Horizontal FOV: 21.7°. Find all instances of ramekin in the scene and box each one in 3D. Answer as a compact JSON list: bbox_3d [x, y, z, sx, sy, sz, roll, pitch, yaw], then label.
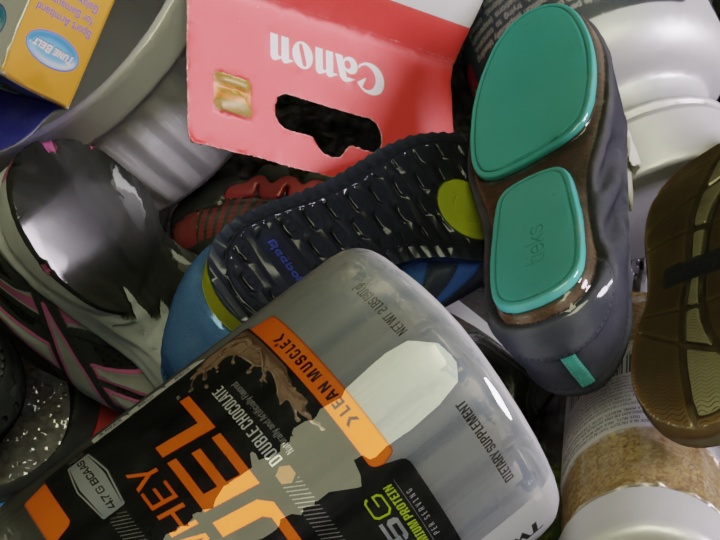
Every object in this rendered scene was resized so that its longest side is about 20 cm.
[{"bbox_3d":[-0.127,-0.113,0.844,0.199,0.105,0.202,-13,60,23],"label":"ramekin"}]

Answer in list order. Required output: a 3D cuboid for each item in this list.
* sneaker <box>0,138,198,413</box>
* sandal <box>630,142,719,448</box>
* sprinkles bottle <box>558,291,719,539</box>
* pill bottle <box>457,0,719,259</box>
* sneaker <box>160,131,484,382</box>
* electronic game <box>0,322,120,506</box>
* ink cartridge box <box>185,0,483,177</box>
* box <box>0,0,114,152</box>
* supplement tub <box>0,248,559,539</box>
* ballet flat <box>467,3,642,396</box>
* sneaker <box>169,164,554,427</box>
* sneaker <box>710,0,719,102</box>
[{"bbox_3d":[-0.094,0.026,0.789,0.200,0.086,0.081,50,48,-25],"label":"sneaker"},{"bbox_3d":[0.152,0.004,0.733,0.080,0.054,0.201,-18,31,32],"label":"sandal"},{"bbox_3d":[0.110,0.077,0.724,0.068,0.069,0.200,11,24,3],"label":"sprinkles bottle"},{"bbox_3d":[0.103,-0.112,0.878,0.119,0.120,0.201,-15,64,-10],"label":"pill bottle"},{"bbox_3d":[0.000,0.000,0.772,0.199,0.079,0.066,-22,69,-39],"label":"sneaker"},{"bbox_3d":[-0.179,0.044,0.792,0.199,0.042,0.201,17,42,-16],"label":"electronic game"},{"bbox_3d":[-0.002,-0.140,0.787,0.160,0.050,0.202,12,68,-43],"label":"ink cartridge box"},{"bbox_3d":[-0.132,-0.147,0.750,0.119,0.041,0.201,15,78,46],"label":"box"},{"bbox_3d":[-0.042,0.095,0.640,0.200,0.123,0.123,-38,70,-10],"label":"supplement tub"},{"bbox_3d":[0.081,-0.026,0.754,0.072,0.073,0.201,5,41,0],"label":"ballet flat"},{"bbox_3d":[0.003,0.018,0.834,0.199,0.071,0.098,17,61,5],"label":"sneaker"},{"bbox_3d":[0.238,-0.087,0.899,0.200,0.078,0.090,45,69,7],"label":"sneaker"}]
